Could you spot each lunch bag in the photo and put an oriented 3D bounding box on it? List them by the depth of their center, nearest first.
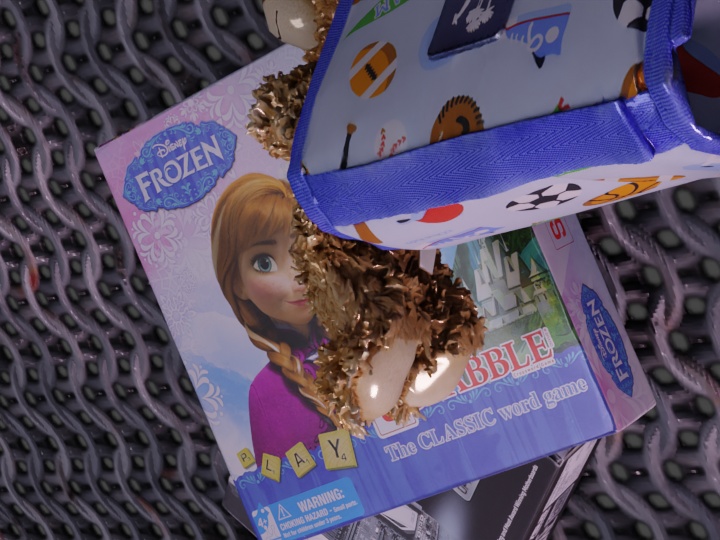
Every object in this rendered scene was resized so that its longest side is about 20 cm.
[{"bbox_3d":[0.089,-0.081,0.635,0.169,0.200,0.125,-12,110,49],"label":"lunch bag"}]

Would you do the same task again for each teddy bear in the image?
[{"bbox_3d":[0.000,-0.038,0.725,0.066,0.145,0.202,-4,105,29],"label":"teddy bear"}]

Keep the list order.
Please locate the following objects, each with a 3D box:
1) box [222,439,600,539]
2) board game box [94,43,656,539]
[{"bbox_3d":[0.020,0.091,0.946,0.157,0.050,0.201,39,138,18],"label":"box"},{"bbox_3d":[0.000,0.000,0.843,0.199,0.041,0.201,-24,89,35],"label":"board game box"}]
